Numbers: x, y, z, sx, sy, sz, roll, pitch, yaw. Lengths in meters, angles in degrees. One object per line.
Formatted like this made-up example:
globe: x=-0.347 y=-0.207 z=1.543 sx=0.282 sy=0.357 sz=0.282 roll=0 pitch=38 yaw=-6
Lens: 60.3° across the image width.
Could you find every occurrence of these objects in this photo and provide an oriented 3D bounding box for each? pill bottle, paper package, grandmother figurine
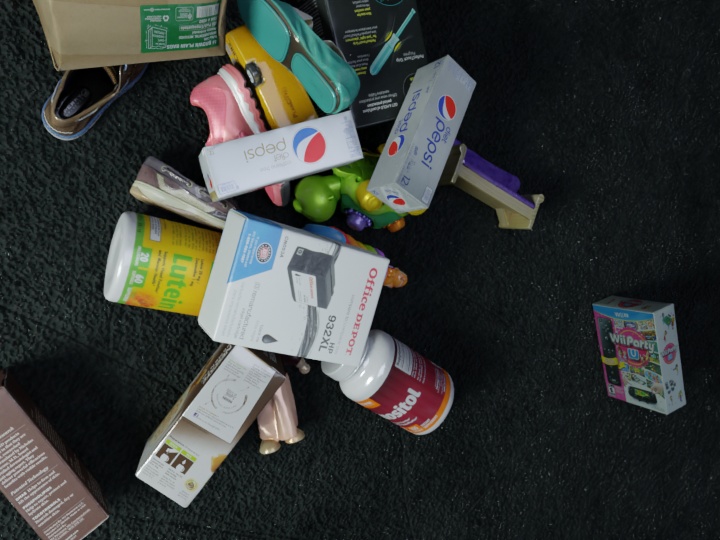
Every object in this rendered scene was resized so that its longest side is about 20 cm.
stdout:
pill bottle: x=-0.216 y=0.000 z=0.800 sx=0.197 sy=0.111 sz=0.113 roll=13 pitch=87 yaw=-29
paper package: x=-0.271 y=-0.332 z=0.706 sx=0.198 sy=0.104 sz=0.192 roll=-16 pitch=61 yaw=-27
grandmother figurine: x=-0.127 y=0.152 z=0.891 sx=0.120 sy=0.060 sz=0.203 roll=-20 pitch=105 yaw=-35
pill bottle: x=0.040 y=0.163 z=0.952 sx=0.199 sy=0.113 sz=0.114 roll=33 pitch=78 yaw=-26

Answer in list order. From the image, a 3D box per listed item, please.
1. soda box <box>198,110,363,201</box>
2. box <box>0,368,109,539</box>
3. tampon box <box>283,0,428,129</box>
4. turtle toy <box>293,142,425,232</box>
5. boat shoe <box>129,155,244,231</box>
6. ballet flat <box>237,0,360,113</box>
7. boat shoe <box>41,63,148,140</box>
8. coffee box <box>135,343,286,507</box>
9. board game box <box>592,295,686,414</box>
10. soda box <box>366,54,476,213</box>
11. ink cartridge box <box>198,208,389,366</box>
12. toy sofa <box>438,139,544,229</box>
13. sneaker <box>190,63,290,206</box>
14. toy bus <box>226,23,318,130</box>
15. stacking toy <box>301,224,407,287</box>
soda box: x=-0.101 y=-0.145 z=0.793 sx=0.197 sy=0.068 sz=0.065 roll=-18 pitch=97 yaw=-18
box: x=-0.386 y=0.222 z=0.727 sx=0.075 sy=0.100 sz=0.202 roll=-34 pitch=108 yaw=-22
tampon box: x=-0.001 y=-0.309 z=0.891 sx=0.148 sy=0.126 sz=0.203 roll=-19 pitch=102 yaw=-28
turtle toy: x=-0.002 y=-0.115 z=0.909 sx=0.197 sy=0.147 sz=0.102 roll=1 pitch=133 yaw=-29
boat shoe: x=-0.200 y=-0.092 z=0.827 sx=0.198 sy=0.072 sz=0.066 roll=20 pitch=89 yaw=-22
ballet flat: x=-0.073 y=-0.285 z=0.792 sx=0.201 sy=0.067 sz=0.070 roll=49 pitch=54 yaw=5
boat shoe: x=-0.308 y=-0.245 z=0.755 sx=0.072 sy=0.072 sz=0.202 roll=34 pitch=77 yaw=-25
coffee box: x=-0.189 y=0.179 z=0.797 sx=0.079 sy=0.114 sz=0.201 roll=38 pitch=89 yaw=-14
board game box: x=0.543 y=0.159 z=1.211 sx=0.063 sy=0.147 sz=0.203 roll=-17 pitch=101 yaw=-24
soda box: x=0.083 y=-0.180 z=0.828 sx=0.063 sy=0.068 sz=0.202 roll=31 pitch=72 yaw=-29
ink cartridge box: x=-0.080 y=0.025 z=0.766 sx=0.198 sy=0.083 sz=0.147 roll=15 pitch=93 yaw=-30
toy sofa: x=0.213 y=-0.151 z=1.045 sx=0.198 sy=0.082 sz=0.099 roll=25 pitch=83 yaw=-28
sneaker: x=-0.165 y=-0.172 z=0.853 sx=0.086 sy=0.074 sz=0.202 roll=-28 pitch=103 yaw=-10
toy bus: x=-0.114 y=-0.240 z=0.858 sx=0.065 sy=0.078 sz=0.202 roll=-31 pitch=107 yaw=-18
stacking toy: x=0.000 y=0.000 z=0.937 sx=0.198 sy=0.115 sz=0.112 roll=9 pitch=92 yaw=-40
